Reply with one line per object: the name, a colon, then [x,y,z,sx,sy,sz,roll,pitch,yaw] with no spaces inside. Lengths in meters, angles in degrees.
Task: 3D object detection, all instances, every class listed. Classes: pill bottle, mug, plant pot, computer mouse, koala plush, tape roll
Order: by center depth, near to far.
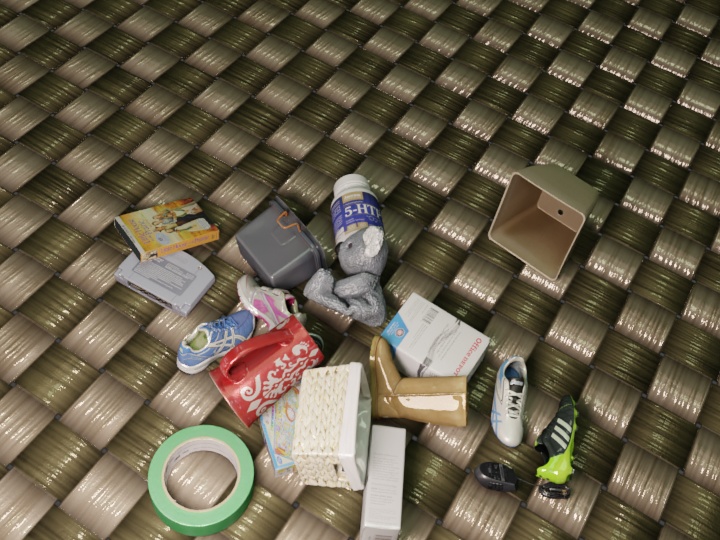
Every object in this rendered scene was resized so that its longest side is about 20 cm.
tape roll: [-0.298,0.392,1.586,0.196,0.049,0.204,3,52,-4]
mug: [-0.175,0.187,1.620,0.199,0.178,0.134,-37,86,-9]
computer mouse: [0.315,0.420,1.650,0.196,0.035,0.059,15,26,-1]
koala plush: [0.000,0.000,1.813,0.181,0.177,0.204,22,86,4]
pill bottle: [-0.009,-0.123,1.979,0.117,0.121,0.203,-4,52,-9]
plant pot: [0.453,-0.138,2.010,0.199,0.202,0.176,35,44,20]

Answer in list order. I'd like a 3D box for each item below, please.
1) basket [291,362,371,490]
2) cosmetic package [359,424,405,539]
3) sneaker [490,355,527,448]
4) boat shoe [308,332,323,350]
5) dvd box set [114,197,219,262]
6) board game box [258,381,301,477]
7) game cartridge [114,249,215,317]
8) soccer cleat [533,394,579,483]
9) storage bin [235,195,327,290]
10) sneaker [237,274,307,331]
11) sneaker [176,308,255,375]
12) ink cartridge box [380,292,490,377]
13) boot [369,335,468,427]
basket: [-0.052,0.292,1.582,0.120,0.137,0.203,-3,49,9]
cosmetic package: [0.042,0.405,1.581,0.072,0.103,0.203,6,50,-3]
sneaker: [0.310,0.267,1.740,0.070,0.073,0.203,10,53,-1]
boat shoe: [-0.170,0.182,1.734,0.196,0.077,0.061,-17,22,1]
dvd box set: [-0.443,-0.097,1.934,0.197,0.030,0.146,-19,48,-32]
board game box: [-0.134,0.299,1.687,0.132,0.035,0.202,-12,54,-16]
game cartridge: [-0.430,0.011,1.880,0.197,0.041,0.134,27,57,14]
soccer cleat: [0.394,0.332,1.699,0.079,0.068,0.202,10,48,10]
storage bin: [-0.185,-0.050,1.900,0.133,0.147,0.200,-35,62,-18]
sneaker: [-0.183,0.072,1.811,0.200,0.081,0.089,45,101,18]
sneaker: [-0.298,0.139,1.766,0.075,0.078,0.199,37,55,24]
ink cartridge box: [0.154,0.165,1.793,0.198,0.084,0.145,31,55,16]
boot: [0.119,0.220,1.698,0.195,0.066,0.180,-1,89,16]
